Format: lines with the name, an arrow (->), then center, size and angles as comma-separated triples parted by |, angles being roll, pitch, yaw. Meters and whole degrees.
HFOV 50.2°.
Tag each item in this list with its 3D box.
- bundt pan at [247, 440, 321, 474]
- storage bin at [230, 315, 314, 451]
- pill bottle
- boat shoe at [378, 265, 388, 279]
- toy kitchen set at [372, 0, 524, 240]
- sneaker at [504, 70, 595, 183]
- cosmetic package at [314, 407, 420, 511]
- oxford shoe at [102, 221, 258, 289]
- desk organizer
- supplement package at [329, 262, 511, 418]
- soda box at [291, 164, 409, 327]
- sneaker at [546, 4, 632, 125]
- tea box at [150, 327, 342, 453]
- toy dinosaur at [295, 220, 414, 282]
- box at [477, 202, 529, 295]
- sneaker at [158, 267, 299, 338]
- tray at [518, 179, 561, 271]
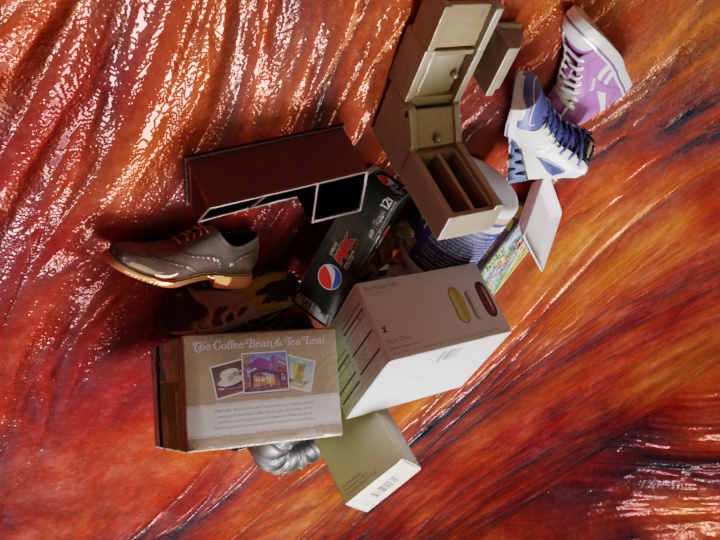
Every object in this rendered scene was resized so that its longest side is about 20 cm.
bundt pan -> -0.113, 0.296, 1.382 | 0.197, 0.077, 0.204 | -21, 145, -15
storage bin -> -0.139, 0.176, 1.184 | 0.196, 0.095, 0.136 | -27, 148, -8
pill bottle -> 0.123, -0.049, 1.078 | 0.114, 0.117, 0.202 | 1, 135, -39
boat shoe -> 0.058, 0.035, 1.186 | 0.196, 0.069, 0.072 | -2, 140, -36
toy kitchen set -> 0.142, -0.180, 0.858 | 0.160, 0.183, 0.202 | -12, 148, -28
sneaker -> 0.249, -0.180, 0.999 | 0.112, 0.083, 0.200 | 7, 158, 16
cosmetic package -> -0.011, 0.216, 1.071 | 0.103, 0.202, 0.073 | -39, 146, 8
oxford shoe -> -0.205, -0.026, 0.901 | 0.197, 0.071, 0.074 | 2, 116, -47
desk organizer -> -0.094, -0.096, 0.873 | 0.195, 0.078, 0.073 | -16, 145, -23
supplement package -> 0.069, 0.091, 1.016 | 0.196, 0.113, 0.157 | -10, 149, -31
soda box -> -0.013, -0.031, 0.992 | 0.202, 0.063, 0.071 | -59, 173, 23
sneaker -> 0.277, -0.247, 0.988 | 0.114, 0.074, 0.199 | -38, 147, 17
tea box -> -0.151, 0.151, 0.978 | 0.195, 0.138, 0.196 | -1, 170, -26
toy dinosaur -> 0.000, 0.000, 1.076 | 0.197, 0.108, 0.060 | -30, -173, 15
box -> 0.201, -0.004, 1.214 | 0.201, 0.034, 0.111 | -50, 150, -11
sneaker -> -0.171, 0.063, 1.023 | 0.196, 0.075, 0.086 | -13, 144, -27
tray -> 0.281, -0.076, 1.210 | 0.200, 0.022, 0.110 | 37, 71, -64
